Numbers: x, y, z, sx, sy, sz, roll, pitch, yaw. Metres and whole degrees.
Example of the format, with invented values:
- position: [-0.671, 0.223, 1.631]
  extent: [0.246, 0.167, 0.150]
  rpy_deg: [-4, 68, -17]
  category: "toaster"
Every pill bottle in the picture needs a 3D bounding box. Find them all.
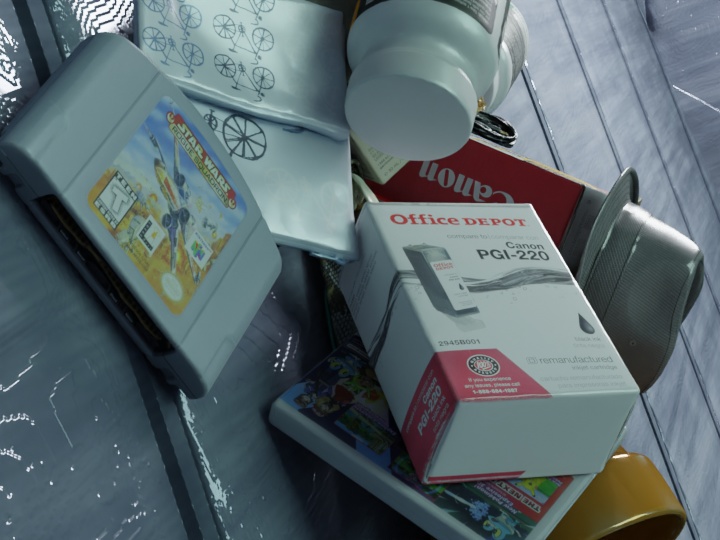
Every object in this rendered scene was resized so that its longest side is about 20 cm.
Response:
- position: [0.052, -0.189, 1.062]
  extent: [0.116, 0.115, 0.202]
  rpy_deg: [47, 45, -40]
  category: "pill bottle"
- position: [0.111, -0.220, 1.506]
  extent: [0.114, 0.112, 0.200]
  rpy_deg: [62, 23, -14]
  category: "pill bottle"

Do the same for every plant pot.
- position: [0.121, 0.165, 1.114]
  extent: [0.200, 0.200, 0.184]
  rpy_deg: [25, 31, -58]
  category: "plant pot"

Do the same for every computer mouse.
- position: [0.057, -0.161, 1.333]
  extent: [0.199, 0.034, 0.059]
  rpy_deg: [29, 29, -7]
  category: "computer mouse"

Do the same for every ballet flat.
- position: [0.000, 0.000, 1.119]
  extent: [0.072, 0.071, 0.202]
  rpy_deg: [19, 53, -61]
  category: "ballet flat"

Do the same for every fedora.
- position: [0.228, 0.025, 1.179]
  extent: [0.177, 0.090, 0.202]
  rpy_deg: [-46, 153, -53]
  category: "fedora"

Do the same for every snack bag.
- position: [-0.079, -0.111, 0.989]
  extent: [0.187, 0.021, 0.202]
  rpy_deg: [12, 65, -37]
  category: "snack bag"

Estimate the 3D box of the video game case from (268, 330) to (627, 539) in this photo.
- position: [0.065, 0.109, 1.002]
  extent: [0.199, 0.023, 0.182]
  rpy_deg: [33, 40, 18]
  category: "video game case"

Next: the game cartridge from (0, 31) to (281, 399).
- position: [-0.126, -0.038, 0.871]
  extent: [0.201, 0.041, 0.134]
  rpy_deg: [55, 46, -27]
  category: "game cartridge"

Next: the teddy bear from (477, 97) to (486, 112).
- position: [0.038, -0.186, 1.225]
  extent: [0.144, 0.067, 0.200]
  rpy_deg: [33, 2, 13]
  category: "teddy bear"

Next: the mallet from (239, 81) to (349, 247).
- position: [-0.036, -0.082, 1.050]
  extent: [0.200, 0.041, 0.066]
  rpy_deg: [-43, 109, -38]
  category: "mallet"

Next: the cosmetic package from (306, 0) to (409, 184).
- position: [-0.030, -0.173, 1.146]
  extent: [0.201, 0.071, 0.105]
  rpy_deg: [55, -14, -31]
  category: "cosmetic package"

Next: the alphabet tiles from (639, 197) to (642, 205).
- position: [0.202, 0.030, 1.280]
  extent: [0.200, 0.007, 0.169]
  rpy_deg: [-31, 141, -63]
  category: "alphabet tiles"

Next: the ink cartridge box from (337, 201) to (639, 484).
- position: [0.084, 0.044, 1.002]
  extent: [0.144, 0.085, 0.201]
  rpy_deg: [0, 40, -23]
  category: "ink cartridge box"

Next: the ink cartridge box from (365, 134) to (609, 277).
- position: [0.108, -0.069, 1.250]
  extent: [0.175, 0.199, 0.085]
  rpy_deg: [6, 107, -66]
  category: "ink cartridge box"
